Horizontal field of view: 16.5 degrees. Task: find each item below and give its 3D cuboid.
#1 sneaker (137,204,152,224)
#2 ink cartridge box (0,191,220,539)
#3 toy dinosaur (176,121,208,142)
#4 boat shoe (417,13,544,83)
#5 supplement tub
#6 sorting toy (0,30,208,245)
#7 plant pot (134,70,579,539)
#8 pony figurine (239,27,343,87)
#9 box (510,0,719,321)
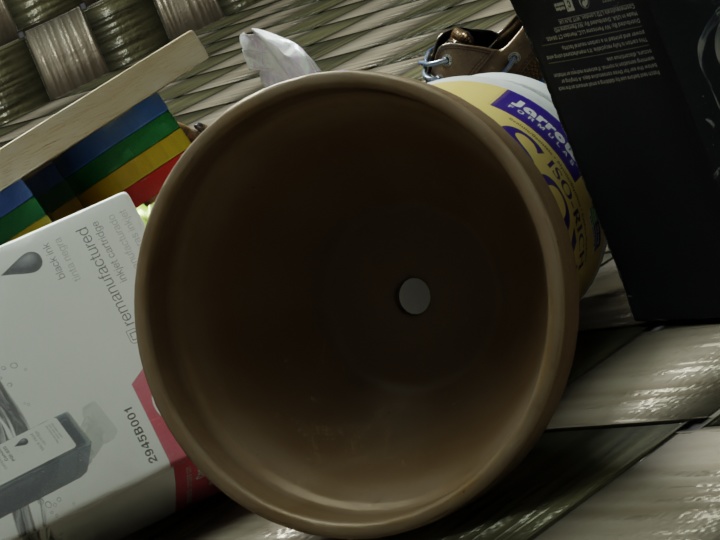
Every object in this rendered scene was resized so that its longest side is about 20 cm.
[{"bbox_3d":[-0.118,-0.039,1.563,0.200,0.076,0.075,-19,52,-27],"label":"sneaker"},{"bbox_3d":[-0.173,0.071,1.220,0.200,0.146,0.085,-25,-17,-11],"label":"ink cartridge box"},{"bbox_3d":[-0.091,-0.028,1.436,0.086,0.136,0.200,14,2,-14],"label":"toy dinosaur"},{"bbox_3d":[0.070,-0.104,1.385,0.200,0.072,0.072,-42,11,6],"label":"boat shoe"},{"bbox_3d":[0.043,-0.015,1.256,0.145,0.145,0.200,-16,13,26],"label":"supplement tub"},{"bbox_3d":[-0.188,-0.028,1.364,0.200,0.070,0.199,-38,6,-42],"label":"sorting toy"},{"bbox_3d":[0.008,0.014,1.101,0.201,0.201,0.093,-18,-5,21],"label":"plant pot"},{"bbox_3d":[0.000,-0.089,1.744,0.200,0.167,0.193,-10,13,-27],"label":"pony figurine"},{"bbox_3d":[0.205,-0.097,1.241,0.200,0.182,0.104,-29,14,-30],"label":"box"}]
